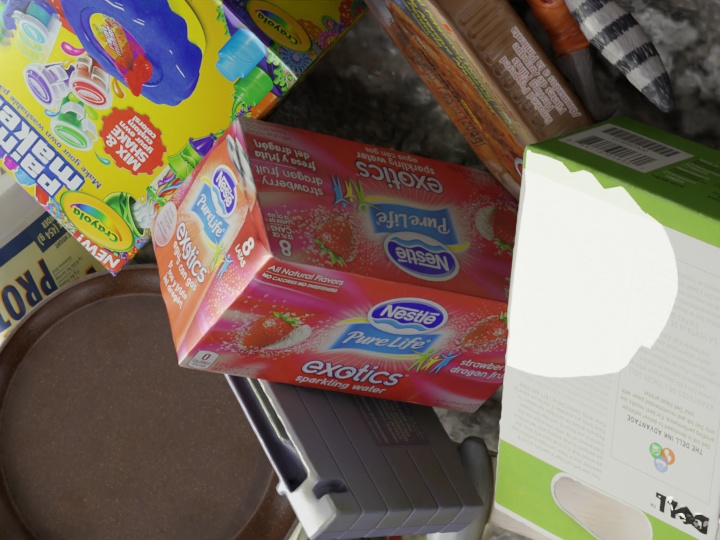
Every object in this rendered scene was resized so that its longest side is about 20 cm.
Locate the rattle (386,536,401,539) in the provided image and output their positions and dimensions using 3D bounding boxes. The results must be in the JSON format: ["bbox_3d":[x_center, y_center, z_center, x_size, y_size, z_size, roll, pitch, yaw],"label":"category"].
[{"bbox_3d":[0.038,0.271,1.528,0.143,0.130,0.200,-42,99,0],"label":"rattle"}]

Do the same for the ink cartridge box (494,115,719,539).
[{"bbox_3d":[0.146,0.045,1.253,0.147,0.075,0.202,25,121,38],"label":"ink cartridge box"}]

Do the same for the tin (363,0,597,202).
[{"bbox_3d":[0.067,-0.100,1.319,0.042,0.112,0.200,-40,110,-6],"label":"tin"}]

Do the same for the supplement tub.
[{"bbox_3d":[-0.182,0.050,1.518,0.144,0.145,0.201,-27,105,37],"label":"supplement tub"}]

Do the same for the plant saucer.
[{"bbox_3d":[-0.123,0.096,1.444,0.201,0.200,0.034,55,169,-12],"label":"plant saucer"}]

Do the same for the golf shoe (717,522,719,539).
[{"bbox_3d":[0.278,0.142,1.349,0.198,0.075,0.092,-8,102,4],"label":"golf shoe"}]

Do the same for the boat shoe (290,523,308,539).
[{"bbox_3d":[-0.032,0.130,1.538,0.062,0.071,0.200,33,131,-3],"label":"boat shoe"}]

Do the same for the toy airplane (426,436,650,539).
[{"bbox_3d":[0.135,0.153,1.418,0.199,0.141,0.200,-25,105,37],"label":"toy airplane"}]

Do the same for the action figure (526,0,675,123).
[{"bbox_3d":[0.112,-0.180,1.253,0.193,0.105,0.200,43,133,-15],"label":"action figure"}]

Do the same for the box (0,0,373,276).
[{"bbox_3d":[-0.129,-0.144,1.387,0.200,0.122,0.193,43,130,-3],"label":"box"}]

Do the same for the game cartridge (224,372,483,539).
[{"bbox_3d":[-0.022,0.059,1.400,0.038,0.129,0.201,-44,60,26],"label":"game cartridge"}]

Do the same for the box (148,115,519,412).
[{"bbox_3d":[0.000,0.000,1.357,0.199,0.096,0.100,11,138,-34],"label":"box"}]
